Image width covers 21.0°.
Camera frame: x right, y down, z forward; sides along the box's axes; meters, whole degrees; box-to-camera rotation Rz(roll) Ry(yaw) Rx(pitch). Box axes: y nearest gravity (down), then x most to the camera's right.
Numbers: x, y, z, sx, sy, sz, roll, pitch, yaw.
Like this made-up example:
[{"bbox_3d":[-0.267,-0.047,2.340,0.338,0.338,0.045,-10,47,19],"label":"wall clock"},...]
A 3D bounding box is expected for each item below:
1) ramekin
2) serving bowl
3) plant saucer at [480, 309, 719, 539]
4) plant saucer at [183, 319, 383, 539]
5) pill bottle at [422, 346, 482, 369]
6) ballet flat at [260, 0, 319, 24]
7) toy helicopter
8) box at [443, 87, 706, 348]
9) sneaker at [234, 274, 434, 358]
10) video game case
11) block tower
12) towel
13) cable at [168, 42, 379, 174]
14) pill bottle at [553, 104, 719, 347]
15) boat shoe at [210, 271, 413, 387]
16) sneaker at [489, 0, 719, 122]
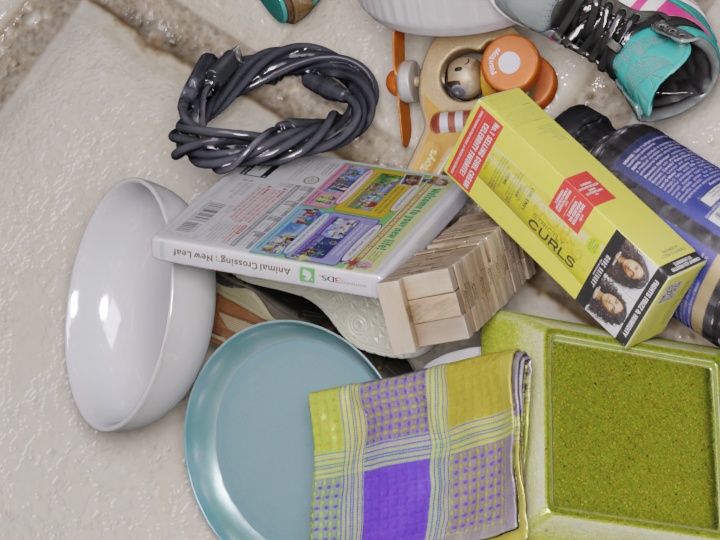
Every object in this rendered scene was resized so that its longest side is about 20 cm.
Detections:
[{"bbox_3d":[0.079,-0.262,1.552,0.201,0.095,0.203,-6,30,3],"label":"ramekin"},{"bbox_3d":[-0.165,0.030,1.531,0.200,0.066,0.201,-23,62,56],"label":"serving bowl"},{"bbox_3d":[0.185,0.122,1.359,0.199,0.048,0.201,10,61,-14],"label":"plant saucer"},{"bbox_3d":[-0.046,0.136,1.465,0.199,0.027,0.201,4,97,29],"label":"plant saucer"},{"bbox_3d":[0.096,0.162,1.401,0.111,0.111,0.201,-14,64,12],"label":"pill bottle"},{"bbox_3d":[-0.093,-0.294,1.687,0.072,0.068,0.200,-33,60,-20],"label":"ballet flat"},{"bbox_3d":[0.061,-0.115,1.554,0.132,0.079,0.201,28,91,19],"label":"toy helicopter"},{"bbox_3d":[0.152,-0.040,1.395,0.200,0.050,0.075,47,131,24],"label":"box"},{"bbox_3d":[0.000,-0.001,1.499,0.199,0.111,0.077,23,117,31],"label":"sneaker"},{"bbox_3d":[-0.033,-0.039,1.459,0.181,0.200,0.022,10,116,19],"label":"video game case"},{"bbox_3d":[0.075,0.004,1.404,0.058,0.200,0.054,-11,101,25],"label":"block tower"},{"bbox_3d":[0.039,0.135,1.354,0.199,0.023,0.144,-13,66,37],"label":"towel"},{"bbox_3d":[-0.070,-0.126,1.570,0.162,0.051,0.200,6,31,6],"label":"cable"},{"bbox_3d":[0.222,-0.039,1.445,0.200,0.112,0.112,37,83,27],"label":"pill bottle"},{"bbox_3d":[-0.046,0.063,1.519,0.200,0.076,0.074,30,107,29],"label":"boat shoe"},{"bbox_3d":[0.194,-0.172,1.463,0.084,0.199,0.121,-63,28,30],"label":"sneaker"}]
